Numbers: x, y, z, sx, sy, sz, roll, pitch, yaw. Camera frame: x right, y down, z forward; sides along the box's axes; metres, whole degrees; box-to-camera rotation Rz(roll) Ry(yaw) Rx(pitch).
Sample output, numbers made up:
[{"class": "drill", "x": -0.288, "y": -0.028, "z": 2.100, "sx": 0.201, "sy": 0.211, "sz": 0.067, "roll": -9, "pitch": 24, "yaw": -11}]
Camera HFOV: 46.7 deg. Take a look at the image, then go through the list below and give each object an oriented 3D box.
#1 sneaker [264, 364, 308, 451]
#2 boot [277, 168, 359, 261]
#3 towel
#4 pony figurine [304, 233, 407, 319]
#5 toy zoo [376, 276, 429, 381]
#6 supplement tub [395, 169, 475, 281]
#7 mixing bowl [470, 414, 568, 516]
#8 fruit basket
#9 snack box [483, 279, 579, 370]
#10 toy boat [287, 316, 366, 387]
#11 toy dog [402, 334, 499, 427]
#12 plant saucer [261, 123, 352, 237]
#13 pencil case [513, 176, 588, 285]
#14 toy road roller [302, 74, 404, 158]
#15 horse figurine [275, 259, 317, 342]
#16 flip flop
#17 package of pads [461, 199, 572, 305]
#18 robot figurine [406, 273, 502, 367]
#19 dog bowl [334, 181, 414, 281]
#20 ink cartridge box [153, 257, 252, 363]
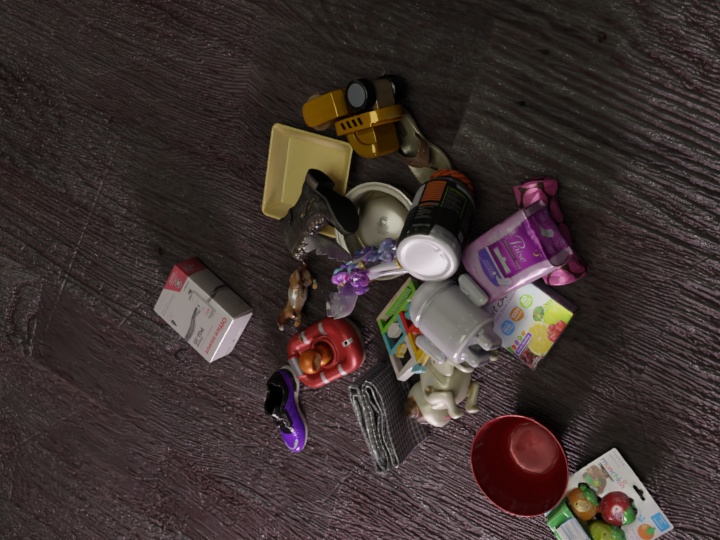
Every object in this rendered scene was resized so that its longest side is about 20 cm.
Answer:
[{"class": "sneaker", "x": -0.181, "y": 0.329, "z": 1.913, "sx": 0.068, "sy": 0.099, "sz": 0.204, "roll": -4, "pitch": 101, "yaw": 30}, {"class": "boot", "x": -0.091, "y": -0.089, "z": 1.707, "sx": 0.201, "sy": 0.068, "sz": 0.175, "roll": 56, "pitch": 128, "yaw": 36}, {"class": "towel", "x": 0.061, "y": 0.301, "z": 1.744, "sx": 0.084, "sy": 0.165, "sz": 0.203, "roll": -17, "pitch": 95, "yaw": 24}, {"class": "pony figurine", "x": 0.000, "y": 0.000, "z": 1.606, "sx": 0.197, "sy": 0.192, "sz": 0.170, "roll": -19, "pitch": 78, "yaw": 27}, {"class": "toy zoo", "x": 0.099, "y": 0.128, "z": 1.690, "sx": 0.132, "sy": 0.020, "sz": 0.202, "roll": -53, "pitch": 37, "yaw": 28}, {"class": "supplement tub", "x": 0.146, "y": -0.089, "z": 1.555, "sx": 0.120, "sy": 0.202, "sz": 0.124, "roll": 13, "pitch": 138, "yaw": 12}, {"class": "mixing bowl", "x": 0.327, "y": 0.367, "z": 1.646, "sx": 0.197, "sy": 0.108, "sz": 0.204, "roll": 6, "pitch": 102, "yaw": 29}, {"class": "fruit basket", "x": 0.467, "y": 0.473, "z": 1.615, "sx": 0.199, "sy": 0.093, "sz": 0.187, "roll": -39, "pitch": 84, "yaw": 26}, {"class": "snack box", "x": 0.301, "y": 0.075, "z": 1.620, "sx": 0.199, "sy": 0.053, "sz": 0.144, "roll": 38, "pitch": 115, "yaw": 16}, {"class": "toy boat", "x": -0.087, "y": 0.184, "z": 1.809, "sx": 0.198, "sy": 0.130, "sz": 0.132, "roll": -29, "pitch": 90, "yaw": 30}, {"class": "toy dog", "x": 0.157, "y": 0.225, "z": 1.690, "sx": 0.192, "sy": 0.139, "sz": 0.203, "roll": 31, "pitch": 117, "yaw": 22}, {"class": "plant saucer", "x": -0.106, "y": -0.194, "z": 1.771, "sx": 0.197, "sy": 0.048, "sz": 0.204, "roll": 19, "pitch": 110, "yaw": 23}, {"class": "pencil case", "x": 0.353, "y": -0.075, "z": 1.538, "sx": 0.203, "sy": 0.092, "sz": 0.091, "roll": 71, "pitch": 163, "yaw": -4}, {"class": "toy road roller", "x": -0.004, "y": -0.289, "z": 1.629, "sx": 0.198, "sy": 0.122, "sz": 0.149, "roll": -8, "pitch": 99, "yaw": 42}, {"class": "horse figurine", "x": -0.137, "y": 0.058, "z": 1.829, "sx": 0.049, "sy": 0.133, "sz": 0.203, "roll": 6, "pitch": 111, "yaw": -18}, {"class": "flip flop", "x": 0.106, "y": -0.240, "z": 1.640, "sx": 0.081, "sy": 0.057, "sz": 0.201, "roll": -38, "pitch": 84, "yaw": 30}, {"class": "package of pads", "x": 0.275, "y": -0.029, "z": 1.512, "sx": 0.199, "sy": 0.075, "sz": 0.122, "roll": -35, "pitch": 84, "yaw": 49}, {"class": "robot figurine", "x": 0.171, "y": 0.091, "z": 1.557, "sx": 0.200, "sy": 0.112, "sz": 0.171, "roll": 42, "pitch": 107, "yaw": 24}, {"class": "dog bowl", "x": 0.048, "y": -0.085, "z": 1.702, "sx": 0.197, "sy": 0.074, "sz": 0.204, "roll": 7, "pitch": 106, "yaw": 27}, {"class": "ink cartridge box", "x": -0.370, "y": 0.092, "z": 1.963, "sx": 0.199, "sy": 0.083, "sz": 0.148, "roll": 40, "pitch": 117, "yaw": 14}]
